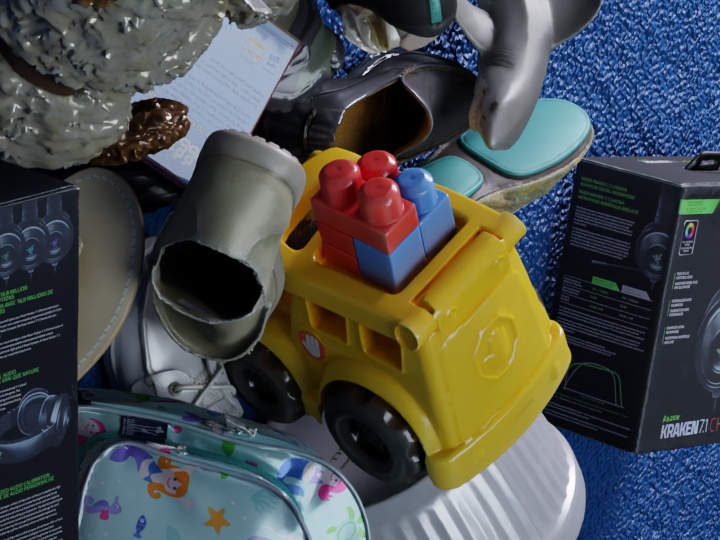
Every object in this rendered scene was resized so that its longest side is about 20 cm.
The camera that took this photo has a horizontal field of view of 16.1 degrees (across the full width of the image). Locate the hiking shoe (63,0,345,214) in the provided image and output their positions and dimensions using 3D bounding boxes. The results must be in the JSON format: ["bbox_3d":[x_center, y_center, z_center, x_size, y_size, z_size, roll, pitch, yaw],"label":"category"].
[{"bbox_3d":[-0.102,-0.106,1.400,0.200,0.075,0.101,-42,114,-32],"label":"hiking shoe"}]

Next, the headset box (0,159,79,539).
[{"bbox_3d":[-0.222,0.030,1.214,0.092,0.173,0.202,-17,117,-45],"label":"headset box"}]

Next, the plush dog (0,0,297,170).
[{"bbox_3d":[-0.136,-0.117,1.192,0.199,0.172,0.161,26,38,-15],"label":"plush dog"}]

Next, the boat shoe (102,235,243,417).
[{"bbox_3d":[-0.097,0.078,1.462,0.071,0.069,0.202,-28,123,-38],"label":"boat shoe"}]

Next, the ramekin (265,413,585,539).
[{"bbox_3d":[0.026,0.127,1.534,0.200,0.199,0.105,-47,126,-28],"label":"ramekin"}]

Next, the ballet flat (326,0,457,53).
[{"bbox_3d":[0.012,-0.155,1.420,0.067,0.200,0.069,-18,100,-6],"label":"ballet flat"}]

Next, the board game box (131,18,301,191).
[{"bbox_3d":[-0.132,-0.130,1.324,0.199,0.019,0.103,35,75,-26],"label":"board game box"}]

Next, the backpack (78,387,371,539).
[{"bbox_3d":[-0.093,0.162,1.380,0.198,0.150,0.179,13,92,-21],"label":"backpack"}]

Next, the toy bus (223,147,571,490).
[{"bbox_3d":[0.000,0.000,1.429,0.136,0.199,0.193,-46,141,-26],"label":"toy bus"}]

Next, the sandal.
[{"bbox_3d":[-0.185,0.040,1.306,0.212,0.077,0.070,-56,167,2],"label":"sandal"}]

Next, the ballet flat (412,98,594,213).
[{"bbox_3d":[0.071,-0.050,1.625,0.199,0.070,0.071,-31,126,-40],"label":"ballet flat"}]

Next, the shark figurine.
[{"bbox_3d":[0.102,-0.182,1.574,0.128,0.089,0.216,-1,83,-71],"label":"shark figurine"}]

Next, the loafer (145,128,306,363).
[{"bbox_3d":[-0.079,-0.001,1.332,0.200,0.075,0.069,106,9,-61],"label":"loafer"}]

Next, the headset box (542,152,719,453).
[{"bbox_3d":[0.222,0.013,1.784,0.173,0.092,0.202,-2,104,-50],"label":"headset box"}]

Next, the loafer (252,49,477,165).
[{"bbox_3d":[0.016,-0.088,1.530,0.199,0.072,0.073,-18,115,-46],"label":"loafer"}]
